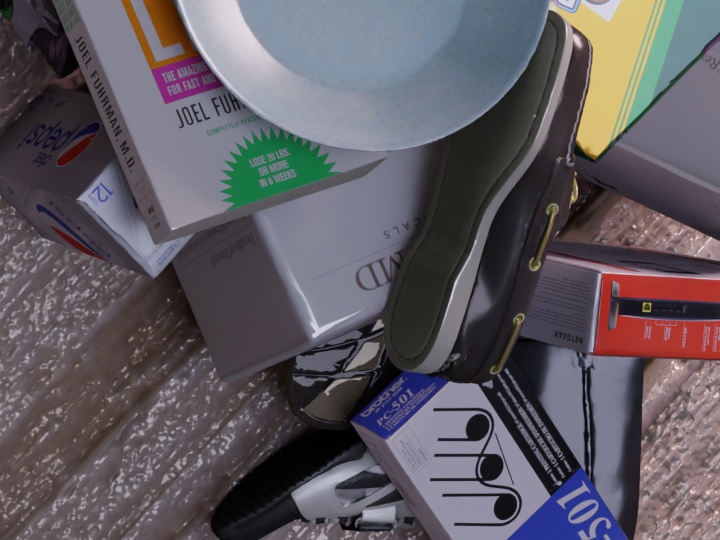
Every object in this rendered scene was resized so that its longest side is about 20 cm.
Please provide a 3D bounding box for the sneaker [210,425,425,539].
[{"bbox_3d":[0.009,0.131,1.645,0.199,0.074,0.089,-27,106,-6],"label":"sneaker"}]

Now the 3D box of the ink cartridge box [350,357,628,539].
[{"bbox_3d":[0.084,0.134,1.624,0.094,0.044,0.200,-42,121,-15],"label":"ink cartridge box"}]

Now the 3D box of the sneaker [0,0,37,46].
[{"bbox_3d":[-0.120,-0.199,1.556,0.200,0.078,0.085,-41,119,-5],"label":"sneaker"}]

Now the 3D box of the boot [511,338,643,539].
[{"bbox_3d":[0.100,0.141,1.708,0.164,0.066,0.201,-1,97,-22],"label":"boot"}]

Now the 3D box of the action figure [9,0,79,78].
[{"bbox_3d":[-0.204,-0.198,1.470,0.200,0.069,0.130,39,67,14],"label":"action figure"}]

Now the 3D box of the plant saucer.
[{"bbox_3d":[-0.002,-0.156,1.388,0.200,0.039,0.202,2,81,-14],"label":"plant saucer"}]

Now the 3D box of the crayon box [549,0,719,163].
[{"bbox_3d":[0.095,-0.170,1.456,0.119,0.058,0.200,-45,96,1],"label":"crayon box"}]

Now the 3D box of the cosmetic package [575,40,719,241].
[{"bbox_3d":[0.224,-0.134,1.639,0.201,0.164,0.165,-63,157,-5],"label":"cosmetic package"}]

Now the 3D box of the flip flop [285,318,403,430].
[{"bbox_3d":[0.000,0.000,1.649,0.081,0.058,0.201,14,76,-19],"label":"flip flop"}]

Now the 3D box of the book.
[{"bbox_3d":[-0.085,-0.125,1.399,0.133,0.048,0.201,-20,82,-31],"label":"book"}]

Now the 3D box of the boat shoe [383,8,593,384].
[{"bbox_3d":[0.077,-0.037,1.423,0.060,0.072,0.202,16,103,-33],"label":"boat shoe"}]

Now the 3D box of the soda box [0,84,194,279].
[{"bbox_3d":[-0.143,-0.050,1.487,0.068,0.200,0.063,-49,112,-11],"label":"soda box"}]

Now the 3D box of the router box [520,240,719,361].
[{"bbox_3d":[0.158,0.016,1.636,0.179,0.200,0.049,4,95,-30],"label":"router box"}]

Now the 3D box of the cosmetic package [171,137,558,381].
[{"bbox_3d":[-0.023,-0.067,1.534,0.167,0.166,0.201,-23,88,-22],"label":"cosmetic package"}]
